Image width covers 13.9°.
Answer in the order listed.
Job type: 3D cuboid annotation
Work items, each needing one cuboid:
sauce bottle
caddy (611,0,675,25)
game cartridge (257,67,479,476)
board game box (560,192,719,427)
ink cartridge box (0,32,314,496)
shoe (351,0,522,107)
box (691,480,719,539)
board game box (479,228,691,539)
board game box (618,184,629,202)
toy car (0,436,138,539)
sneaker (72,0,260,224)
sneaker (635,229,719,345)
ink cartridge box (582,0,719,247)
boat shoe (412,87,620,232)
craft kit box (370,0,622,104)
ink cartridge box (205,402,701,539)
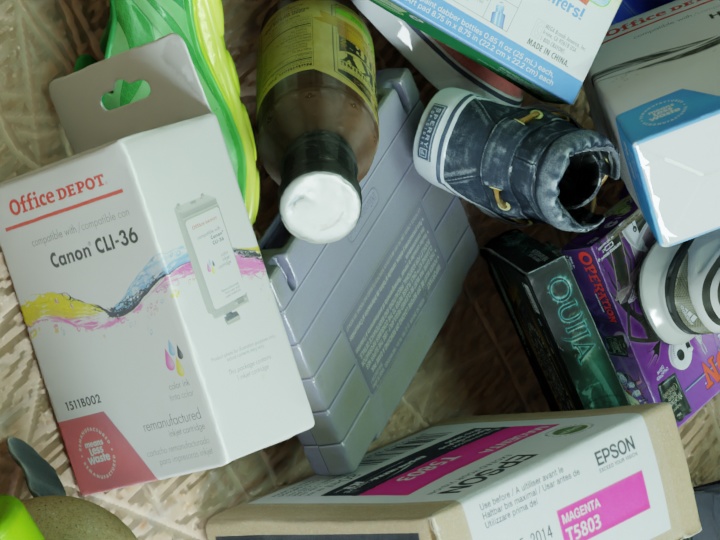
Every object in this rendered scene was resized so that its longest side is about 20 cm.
[{"bbox_3d":[-0.022,-0.077,1.499,0.065,0.065,0.200,48,19,-25],"label":"sauce bottle"},{"bbox_3d":[0.117,-0.200,1.678,0.200,0.141,0.105,42,50,-28],"label":"caddy"},{"bbox_3d":[0.000,0.000,1.554,0.200,0.038,0.130,-58,138,-47],"label":"game cartridge"},{"bbox_3d":[0.198,-0.005,1.664,0.200,0.032,0.121,-37,115,-40],"label":"board game box"},{"bbox_3d":[-0.110,-0.002,1.422,0.067,0.116,0.201,-20,92,-44],"label":"ink cartridge box"},{"bbox_3d":[0.043,-0.170,1.619,0.200,0.091,0.072,42,16,-26],"label":"shoe"},{"bbox_3d":[0.305,0.169,1.791,0.199,0.106,0.123,-9,85,-45],"label":"box"},{"bbox_3d":[0.127,0.078,1.630,0.028,0.135,0.201,-25,101,-5],"label":"board game box"},{"bbox_3d":[0.233,-0.009,1.774,0.199,0.045,0.135,16,94,-41],"label":"board game box"},{"bbox_3d":[-0.156,0.161,1.353,0.165,0.157,0.200,60,18,-19],"label":"toy car"},{"bbox_3d":[-0.103,-0.089,1.496,0.083,0.074,0.201,-16,102,-10],"label":"sneaker"},{"bbox_3d":[0.244,-0.035,1.612,0.076,0.115,0.201,56,51,-24],"label":"sneaker"},{"bbox_3d":[0.186,-0.098,1.613,0.200,0.115,0.067,-110,179,-65],"label":"ink cartridge box"},{"bbox_3d":[0.108,-0.050,1.618,0.200,0.090,0.071,8,103,-64],"label":"boat shoe"},{"bbox_3d":[0.068,-0.220,1.552,0.199,0.048,0.198,29,87,-21],"label":"craft kit box"},{"bbox_3d":[0.049,0.131,1.506,0.199,0.164,0.076,-19,99,-46],"label":"ink cartridge box"}]
